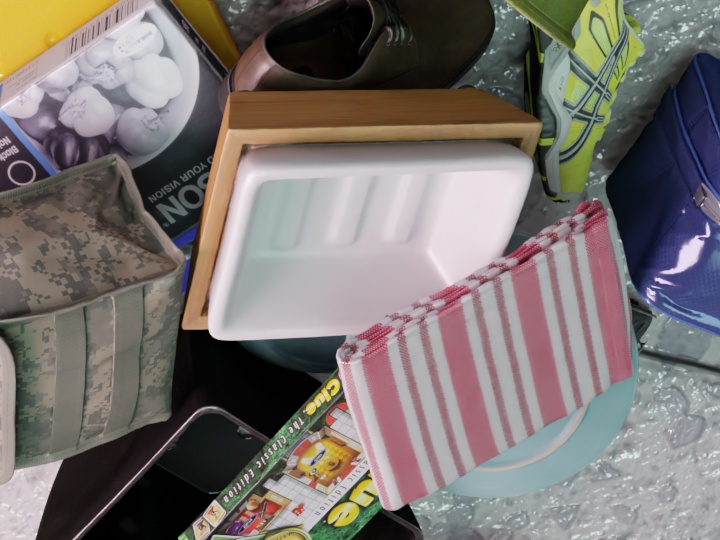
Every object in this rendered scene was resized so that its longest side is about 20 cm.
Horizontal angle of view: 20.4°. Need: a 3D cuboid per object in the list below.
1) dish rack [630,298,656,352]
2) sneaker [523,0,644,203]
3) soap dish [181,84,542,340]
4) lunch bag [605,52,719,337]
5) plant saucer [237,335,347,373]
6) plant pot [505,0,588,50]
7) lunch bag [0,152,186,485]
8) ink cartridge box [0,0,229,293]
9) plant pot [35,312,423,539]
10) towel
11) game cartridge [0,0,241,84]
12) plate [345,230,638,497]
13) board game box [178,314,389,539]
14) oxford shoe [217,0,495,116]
[{"bbox_3d":[0.127,0.071,1.432,0.199,0.055,0.154,18,122,-47],"label":"dish rack"},{"bbox_3d":[0.148,-0.129,1.309,0.076,0.076,0.201,-5,128,-5],"label":"sneaker"},{"bbox_3d":[-0.005,-0.038,1.211,0.199,0.082,0.158,-3,134,-21],"label":"soap dish"},{"bbox_3d":[0.255,-0.047,1.309,0.135,0.200,0.133,22,118,-17],"label":"lunch bag"},{"bbox_3d":[0.000,0.000,1.330,0.199,0.028,0.201,-12,135,-12],"label":"plant saucer"},{"bbox_3d":[0.109,-0.264,1.152,0.200,0.200,0.190,35,102,-29],"label":"plant pot"},{"bbox_3d":[-0.215,0.041,1.201,0.199,0.118,0.165,-19,145,-24],"label":"lunch bag"},{"bbox_3d":[-0.149,-0.057,1.286,0.197,0.044,0.200,-31,120,16],"label":"ink cartridge box"},{"bbox_3d":[-0.103,0.149,1.409,0.199,0.178,0.200,34,112,-28],"label":"plant pot"},{"bbox_3d":[0.081,0.055,1.246,0.199,0.030,0.147,-28,133,-14],"label":"towel"},{"bbox_3d":[-0.194,-0.153,1.268,0.199,0.033,0.177,-22,126,5],"label":"game cartridge"},{"bbox_3d":[0.087,0.069,1.331,0.198,0.026,0.202,1,115,3],"label":"plate"},{"bbox_3d":[-0.015,0.123,1.275,0.200,0.023,0.105,-47,137,13],"label":"board game box"},{"bbox_3d":[0.013,-0.140,1.236,0.199,0.073,0.084,-25,164,-32],"label":"oxford shoe"}]
